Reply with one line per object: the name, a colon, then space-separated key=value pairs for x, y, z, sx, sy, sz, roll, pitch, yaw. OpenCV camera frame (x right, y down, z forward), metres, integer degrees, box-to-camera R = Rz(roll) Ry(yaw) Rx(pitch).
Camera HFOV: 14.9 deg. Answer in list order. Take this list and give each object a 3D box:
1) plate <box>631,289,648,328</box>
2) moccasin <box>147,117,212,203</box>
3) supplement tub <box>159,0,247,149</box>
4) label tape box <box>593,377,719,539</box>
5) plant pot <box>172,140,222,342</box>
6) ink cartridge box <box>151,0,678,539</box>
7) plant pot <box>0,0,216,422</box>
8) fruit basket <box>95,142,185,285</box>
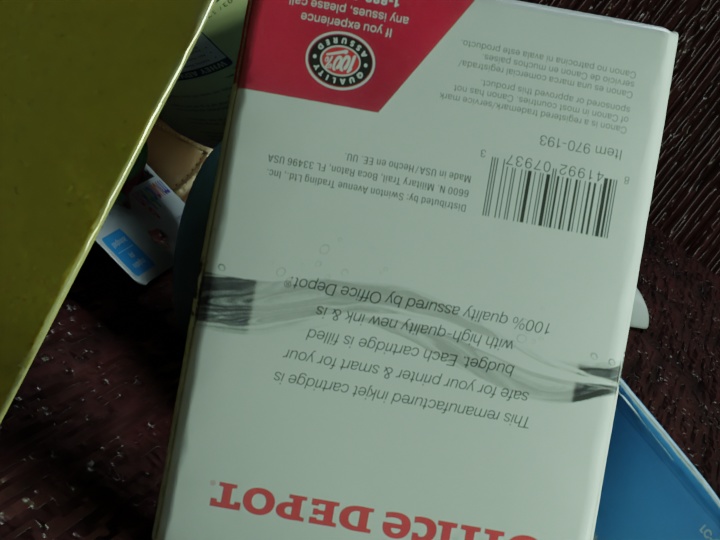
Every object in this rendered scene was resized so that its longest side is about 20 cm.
plate: x=0.137 y=-0.031 z=2.160 sx=0.200 sy=0.032 sz=0.199 roll=42 pitch=10 yaw=18
moccasin: x=-0.149 y=-0.109 z=1.353 sx=0.201 sy=0.078 sz=0.074 roll=39 pitch=10 yaw=6
supplement tub: x=-0.059 y=-0.138 z=1.194 sx=0.145 sy=0.145 sz=0.200 roll=44 pitch=1 yaw=32
label tape box: x=0.093 y=0.105 z=1.051 sx=0.143 sy=0.066 sz=0.200 roll=51 pitch=-7 yaw=32
plant pot: x=0.000 y=0.000 z=1.153 sx=0.134 sy=0.202 sz=0.200 roll=11 pitch=1 yaw=19
ink cartridge box: x=0.017 y=0.008 z=0.936 sx=0.144 sy=0.202 sz=0.083 roll=10 pitch=-2 yaw=-4
plant pot: x=-0.167 y=-0.079 z=0.864 sx=0.199 sy=0.195 sz=0.196 roll=27 pitch=12 yaw=-9
fruit basket: x=-0.142 y=-0.082 z=1.221 sx=0.200 sy=0.094 sz=0.185 roll=42 pitch=10 yaw=1
